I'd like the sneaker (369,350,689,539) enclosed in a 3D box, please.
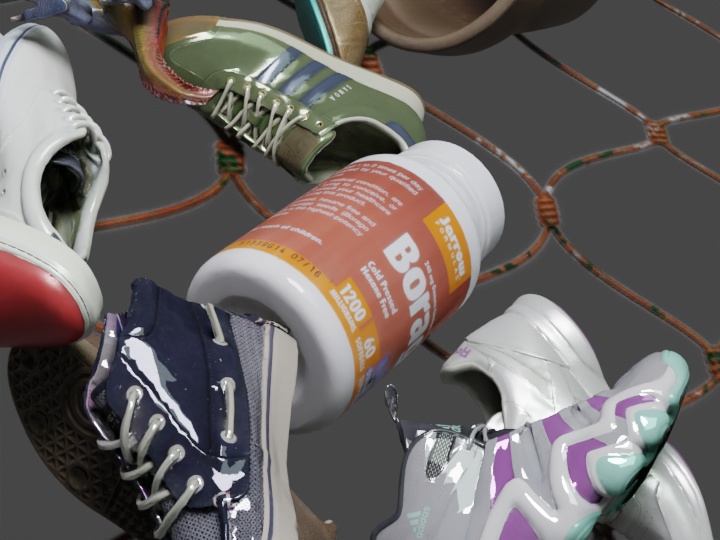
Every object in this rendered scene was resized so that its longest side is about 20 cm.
[{"bbox_3d":[0.076,0.095,0.758,0.140,0.078,0.200,35,73,18],"label":"sneaker"}]

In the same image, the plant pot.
[{"bbox_3d":[0.108,-0.255,1.079,0.174,0.200,0.201,4,46,-50],"label":"plant pot"}]

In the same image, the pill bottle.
[{"bbox_3d":[0.000,0.000,0.819,0.112,0.112,0.200,40,45,12],"label":"pill bottle"}]

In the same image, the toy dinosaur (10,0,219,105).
[{"bbox_3d":[-0.158,-0.171,0.899,0.200,0.105,0.181,61,10,0],"label":"toy dinosaur"}]

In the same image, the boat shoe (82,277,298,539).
[{"bbox_3d":[-0.083,0.092,0.625,0.093,0.075,0.200,24,38,-23],"label":"boat shoe"}]

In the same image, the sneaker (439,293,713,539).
[{"bbox_3d":[0.125,0.113,0.826,0.099,0.075,0.200,-28,66,-21],"label":"sneaker"}]

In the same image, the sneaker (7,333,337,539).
[{"bbox_3d":[-0.097,0.098,0.726,0.200,0.071,0.075,44,26,10],"label":"sneaker"}]

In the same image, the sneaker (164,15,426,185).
[{"bbox_3d":[-0.045,-0.102,0.921,0.199,0.067,0.090,15,41,-18],"label":"sneaker"}]

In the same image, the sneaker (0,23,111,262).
[{"bbox_3d":[-0.176,-0.067,0.806,0.073,0.071,0.201,43,33,-49],"label":"sneaker"}]

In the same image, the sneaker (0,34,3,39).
[{"bbox_3d":[-0.295,-0.168,0.825,0.200,0.075,0.115,44,34,-21],"label":"sneaker"}]

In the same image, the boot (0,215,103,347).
[{"bbox_3d":[-0.230,0.037,0.654,0.199,0.073,0.144,4,39,23],"label":"boot"}]

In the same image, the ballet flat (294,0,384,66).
[{"bbox_3d":[-0.026,-0.214,1.034,0.072,0.068,0.200,-21,55,-14],"label":"ballet flat"}]
